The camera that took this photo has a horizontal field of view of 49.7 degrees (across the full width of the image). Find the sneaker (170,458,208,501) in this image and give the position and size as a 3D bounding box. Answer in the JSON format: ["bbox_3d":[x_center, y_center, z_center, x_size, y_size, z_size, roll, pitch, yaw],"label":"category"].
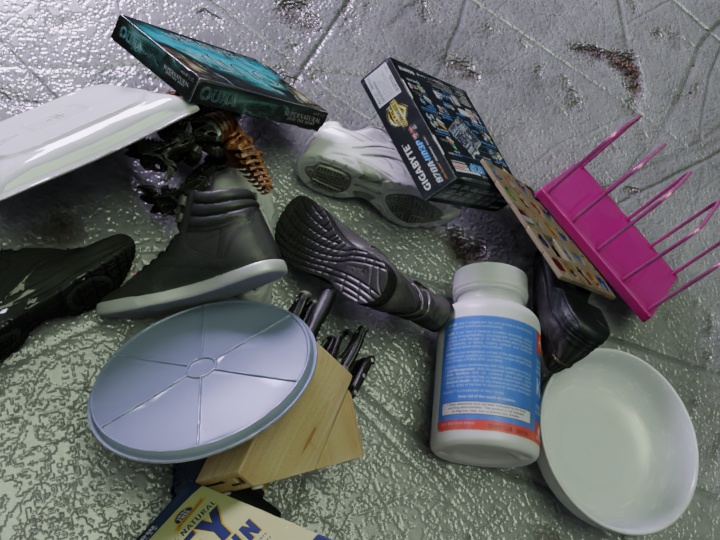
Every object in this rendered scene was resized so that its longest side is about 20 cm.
[{"bbox_3d":[-0.159,0.148,0.716,0.084,0.075,0.200,23,52,-12],"label":"sneaker"}]

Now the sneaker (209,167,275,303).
[{"bbox_3d":[-0.115,-0.046,0.811,0.070,0.080,0.201,-1,67,-19],"label":"sneaker"}]

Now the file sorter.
[{"bbox_3d":[0.344,-0.072,0.946,0.200,0.125,0.139,51,39,6],"label":"file sorter"}]

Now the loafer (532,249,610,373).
[{"bbox_3d":[0.220,0.036,0.884,0.073,0.072,0.200,31,26,-10],"label":"loafer"}]

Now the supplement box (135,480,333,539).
[{"bbox_3d":[-0.070,0.289,0.575,0.134,0.199,0.200,-46,117,-30],"label":"supplement box"}]

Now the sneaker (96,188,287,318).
[{"bbox_3d":[-0.168,-0.017,0.737,0.199,0.071,0.100,-17,79,18],"label":"sneaker"}]

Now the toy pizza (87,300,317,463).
[{"bbox_3d":[-0.133,0.094,0.669,0.199,0.032,0.200,-8,33,5],"label":"toy pizza"}]

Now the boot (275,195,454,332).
[{"bbox_3d":[0.000,0.000,0.836,0.132,0.070,0.200,27,13,-48],"label":"boot"}]

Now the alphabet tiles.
[{"bbox_3d":[0.226,-0.042,0.903,0.200,0.008,0.167,16,40,-52],"label":"alphabet tiles"}]

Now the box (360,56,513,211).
[{"bbox_3d":[0.099,-0.150,0.896,0.200,0.046,0.159,-1,61,-58],"label":"box"}]

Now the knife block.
[{"bbox_3d":[-0.068,0.100,0.719,0.200,0.064,0.176,-1,72,-48],"label":"knife block"}]

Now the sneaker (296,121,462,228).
[{"bbox_3d":[0.032,-0.121,0.903,0.199,0.078,0.100,23,57,-12],"label":"sneaker"}]

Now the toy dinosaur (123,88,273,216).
[{"bbox_3d":[-0.167,-0.131,0.797,0.136,0.200,0.102,-40,123,-27],"label":"toy dinosaur"}]

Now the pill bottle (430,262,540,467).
[{"bbox_3d":[0.135,0.097,0.823,0.112,0.112,0.201,14,65,-15],"label":"pill bottle"}]

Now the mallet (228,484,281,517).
[{"bbox_3d":[-0.067,0.174,0.760,0.066,0.041,0.200,40,56,-1],"label":"mallet"}]

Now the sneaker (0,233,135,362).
[{"bbox_3d":[-0.305,0.008,0.723,0.200,0.076,0.091,-32,72,-33],"label":"sneaker"}]

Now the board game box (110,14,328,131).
[{"bbox_3d":[-0.140,-0.202,0.813,0.135,0.028,0.200,40,22,26],"label":"board game box"}]

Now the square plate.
[{"bbox_3d":[-0.282,-0.133,0.737,0.198,0.200,0.029,-33,123,-29],"label":"square plate"}]

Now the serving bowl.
[{"bbox_3d":[0.271,0.190,0.860,0.199,0.066,0.201,8,65,-17],"label":"serving bowl"}]
